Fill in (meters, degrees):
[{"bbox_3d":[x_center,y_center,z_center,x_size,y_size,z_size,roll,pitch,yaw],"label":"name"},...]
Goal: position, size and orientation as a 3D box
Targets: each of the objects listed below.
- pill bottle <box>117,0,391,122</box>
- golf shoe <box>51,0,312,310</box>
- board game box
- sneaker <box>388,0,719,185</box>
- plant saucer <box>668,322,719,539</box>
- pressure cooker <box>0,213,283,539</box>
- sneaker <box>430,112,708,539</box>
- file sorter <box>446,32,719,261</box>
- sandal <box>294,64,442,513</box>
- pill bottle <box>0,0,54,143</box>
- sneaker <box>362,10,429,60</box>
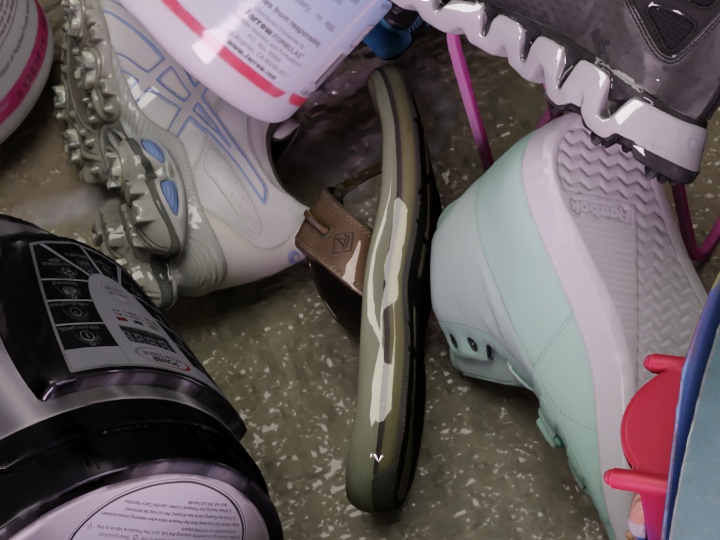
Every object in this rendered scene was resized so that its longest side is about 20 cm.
[{"bbox_3d":[-0.007,-0.166,0.914,0.200,0.109,0.109,-46,55,10],"label":"pill bottle"},{"bbox_3d":[-0.079,-0.065,0.987,0.097,0.078,0.200,-6,51,-20],"label":"golf shoe"},{"bbox_3d":[0.101,0.086,0.736,0.039,0.158,0.201,7,94,22],"label":"board game box"},{"bbox_3d":[0.059,-0.118,0.805,0.200,0.066,0.091,36,104,21],"label":"sneaker"},{"bbox_3d":[0.139,0.090,0.729,0.036,0.200,0.200,8,59,22],"label":"plant saucer"},{"bbox_3d":[-0.124,0.096,0.807,0.176,0.179,0.200,-28,49,-19],"label":"pressure cooker"},{"bbox_3d":[0.090,0.049,0.862,0.074,0.118,0.201,-13,82,-28],"label":"sneaker"},{"bbox_3d":[0.150,-0.078,0.882,0.200,0.139,0.126,20,65,25],"label":"file sorter"},{"bbox_3d":[0.000,0.000,0.901,0.057,0.080,0.201,0,57,11],"label":"sandal"},{"bbox_3d":[-0.227,-0.140,0.971,0.113,0.200,0.114,-14,50,18],"label":"pill bottle"},{"bbox_3d":[-0.056,-0.151,1.008,0.199,0.073,0.082,11,58,10],"label":"sneaker"}]
